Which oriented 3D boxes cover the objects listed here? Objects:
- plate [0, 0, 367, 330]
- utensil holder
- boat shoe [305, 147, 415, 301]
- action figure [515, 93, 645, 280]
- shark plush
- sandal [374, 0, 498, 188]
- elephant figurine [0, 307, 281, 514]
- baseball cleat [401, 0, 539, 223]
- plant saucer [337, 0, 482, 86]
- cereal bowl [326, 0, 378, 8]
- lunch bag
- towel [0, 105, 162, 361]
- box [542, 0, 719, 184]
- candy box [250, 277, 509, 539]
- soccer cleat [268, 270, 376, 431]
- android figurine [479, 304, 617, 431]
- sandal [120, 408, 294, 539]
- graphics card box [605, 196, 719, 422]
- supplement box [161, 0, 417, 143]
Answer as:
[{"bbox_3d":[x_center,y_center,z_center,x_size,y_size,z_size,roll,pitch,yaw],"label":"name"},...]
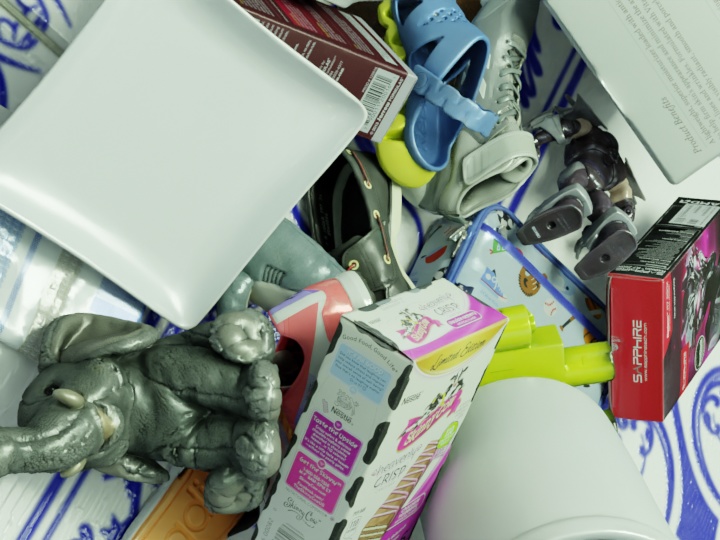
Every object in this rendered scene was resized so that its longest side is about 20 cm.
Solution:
[{"bbox_3d":[-0.127,-0.087,1.139,0.200,0.032,0.200,36,97,-32],"label":"plate"},{"bbox_3d":[0.128,0.189,1.193,0.170,0.200,0.170,-4,119,-7],"label":"utensil holder"},{"bbox_3d":[-0.002,0.001,1.259,0.063,0.074,0.201,17,56,-41],"label":"boat shoe"},{"bbox_3d":[0.182,-0.069,1.406,0.130,0.069,0.200,44,27,-12],"label":"action figure"},{"bbox_3d":[-0.072,-0.048,1.222,0.091,0.083,0.200,-13,78,-56],"label":"shark plush"},{"bbox_3d":[0.063,-0.164,1.293,0.079,0.087,0.200,14,68,-49],"label":"sandal"},{"bbox_3d":[-0.156,0.084,1.100,0.200,0.155,0.142,-1,63,-10],"label":"elephant figurine"},{"bbox_3d":[0.109,-0.128,1.338,0.070,0.106,0.200,26,90,-54],"label":"baseball cleat"},{"bbox_3d":[0.061,-0.243,1.390,0.200,0.034,0.200,7,78,-36],"label":"plant saucer"},{"bbox_3d":[-0.038,-0.241,1.224,0.200,0.200,0.083,16,100,-35],"label":"cereal bowl"},{"bbox_3d":[0.118,0.046,1.361,0.200,0.076,0.160,44,57,-25],"label":"lunch bag"},{"bbox_3d":[-0.219,-0.023,1.140,0.200,0.024,0.147,33,65,-30],"label":"towel"},{"bbox_3d":[0.237,-0.211,1.397,0.199,0.131,0.200,51,14,-24],"label":"box"},{"bbox_3d":[0.010,0.113,1.137,0.136,0.061,0.200,-19,136,-57],"label":"candy box"},{"bbox_3d":[-0.032,0.080,1.195,0.073,0.200,0.068,-16,53,-19],"label":"soccer cleat"},{"bbox_3d":[0.091,0.109,1.282,0.200,0.041,0.182,-8,119,-4],"label":"android figurine"},{"bbox_3d":[-0.093,0.154,1.185,0.079,0.059,0.207,46,57,-23],"label":"sandal"},{"bbox_3d":[0.257,0.028,1.425,0.200,0.051,0.126,-39,129,-57],"label":"graphics card box"},{"bbox_3d":[-0.070,-0.165,1.221,0.200,0.109,0.061,18,112,-35],"label":"supplement box"}]
